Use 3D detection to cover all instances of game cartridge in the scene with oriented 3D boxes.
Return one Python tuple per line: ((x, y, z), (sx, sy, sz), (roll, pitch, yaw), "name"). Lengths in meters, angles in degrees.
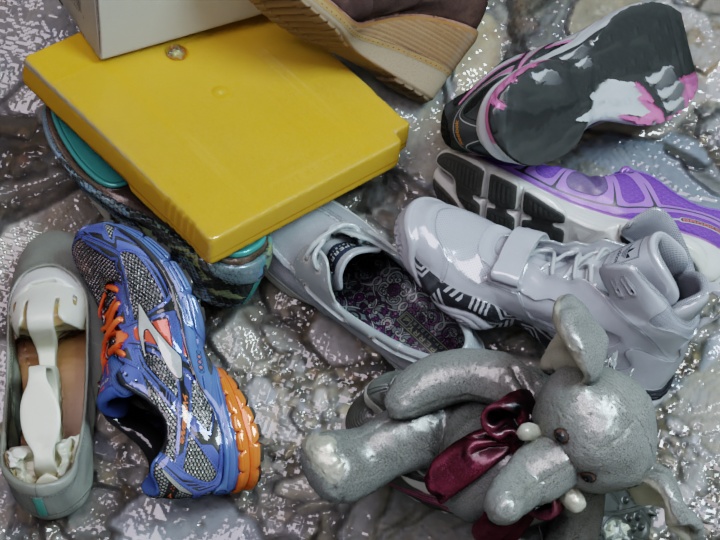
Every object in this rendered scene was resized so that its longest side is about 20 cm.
((-0.091, -0.105, 1.353), (0.176, 0.032, 0.200), (-29, 59, -31), "game cartridge")

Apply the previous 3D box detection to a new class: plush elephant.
((0.099, 0.103, 1.137), (0.200, 0.155, 0.165), (-36, 92, -18), "plush elephant")

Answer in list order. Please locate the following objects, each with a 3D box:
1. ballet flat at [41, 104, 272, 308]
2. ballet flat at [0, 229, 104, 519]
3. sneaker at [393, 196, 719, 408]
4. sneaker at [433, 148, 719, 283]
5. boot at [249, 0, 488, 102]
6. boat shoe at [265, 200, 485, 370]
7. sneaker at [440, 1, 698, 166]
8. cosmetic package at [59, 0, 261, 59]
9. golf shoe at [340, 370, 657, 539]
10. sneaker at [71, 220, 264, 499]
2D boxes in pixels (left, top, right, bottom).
((-0.138, -0.043, 1.351), (0.074, 0.074, 0.200), (-42, 62, -12), "ballet flat")
((-0.195, 0.056, 1.318), (0.067, 0.064, 0.200), (-5, 66, 4), "ballet flat")
((0.124, -0.003, 1.257), (0.200, 0.115, 0.075), (34, 43, -2), "sneaker")
((0.142, -0.034, 1.330), (0.200, 0.081, 0.083), (20, 44, 16), "sneaker")
((0.014, -0.220, 1.353), (0.072, 0.200, 0.167), (15, 79, 48), "boot")
((0.000, 0.001, 1.317), (0.201, 0.072, 0.070), (39, 76, 19), "boat shoe")
((0.130, -0.122, 1.335), (0.200, 0.086, 0.080), (-19, 103, -38), "sneaker")
((-0.102, -0.219, 1.383), (0.200, 0.073, 0.104), (-20, 49, -21), "cosmetic package")
((0.083, 0.120, 1.260), (0.200, 0.088, 0.077), (25, 67, -9), "golf shoe")
((-0.133, 0.055, 1.291), (0.078, 0.075, 0.200), (-19, 66, -29), "sneaker")
